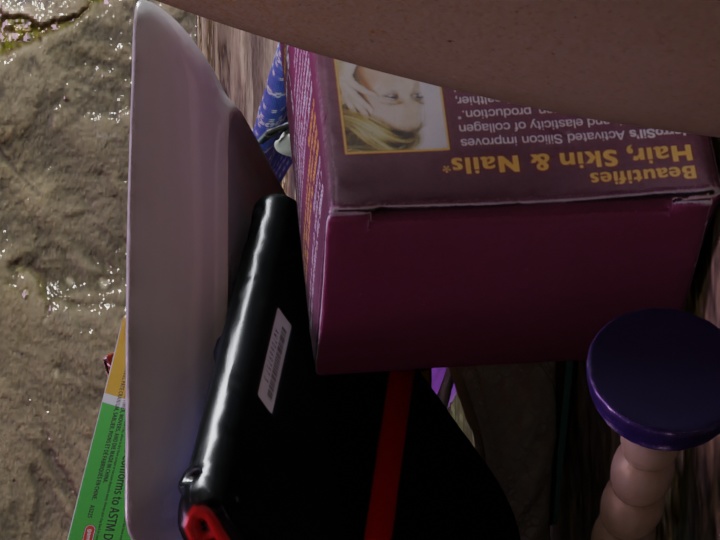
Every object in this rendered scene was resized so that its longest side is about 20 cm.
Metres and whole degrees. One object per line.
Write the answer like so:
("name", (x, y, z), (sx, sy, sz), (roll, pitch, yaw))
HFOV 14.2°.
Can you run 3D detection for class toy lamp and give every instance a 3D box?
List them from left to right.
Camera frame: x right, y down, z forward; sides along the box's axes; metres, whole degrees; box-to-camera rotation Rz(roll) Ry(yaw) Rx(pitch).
("toy lamp", (0.085, 0.098, 0.969), (0.201, 0.058, 0.058), (96, 170, -48))

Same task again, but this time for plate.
("plate", (-0.047, 0.029, 1.066), (0.200, 0.032, 0.201), (63, -155, -65))

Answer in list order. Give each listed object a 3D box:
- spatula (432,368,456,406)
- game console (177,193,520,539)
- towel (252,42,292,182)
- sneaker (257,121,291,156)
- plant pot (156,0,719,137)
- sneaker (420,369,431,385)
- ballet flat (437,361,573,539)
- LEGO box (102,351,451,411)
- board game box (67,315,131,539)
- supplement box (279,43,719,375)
("spatula", (0.018, -0.025, 1.292), (0.057, 0.020, 0.201), (115, 153, -48))
("game console", (-0.001, 0.089, 0.999), (0.177, 0.031, 0.200), (54, -157, -24))
("towel", (-0.005, -0.107, 1.200), (0.145, 0.024, 0.200), (-60, -5, -32))
("sneaker", (0.023, -0.081, 1.124), (0.080, 0.129, 0.201), (125, 143, -76))
("plant pot", (0.032, -0.126, 0.791), (0.187, 0.199, 0.189), (179, 90, -82))
("sneaker", (0.000, 0.000, 1.187), (0.090, 0.074, 0.201), (106, 168, -68))
("ballet flat", (0.053, 0.110, 1.188), (0.067, 0.062, 0.201), (-128, 37, -78))
("LEGO box", (-0.039, 0.069, 1.419), (0.200, 0.148, 0.078), (93, 159, -80))
("board game box", (-0.070, 0.135, 1.166), (0.200, 0.040, 0.154), (72, -155, -56))
("supplement box", (0.040, -0.076, 1.005), (0.103, 0.130, 0.201), (97, 169, -56))
